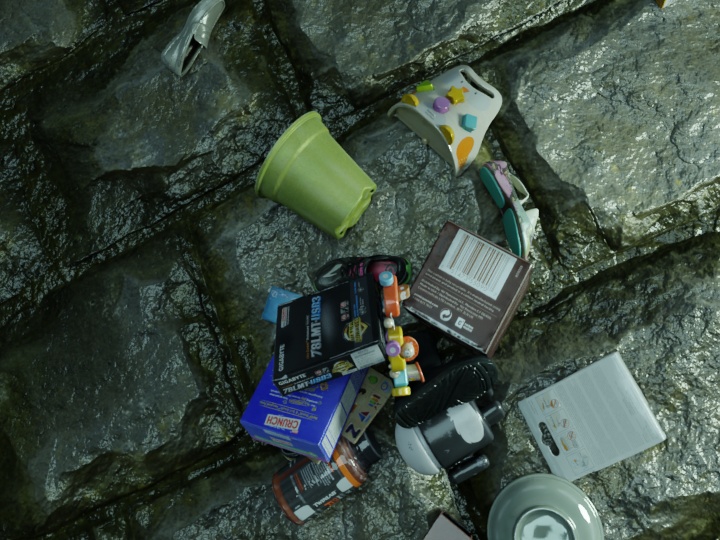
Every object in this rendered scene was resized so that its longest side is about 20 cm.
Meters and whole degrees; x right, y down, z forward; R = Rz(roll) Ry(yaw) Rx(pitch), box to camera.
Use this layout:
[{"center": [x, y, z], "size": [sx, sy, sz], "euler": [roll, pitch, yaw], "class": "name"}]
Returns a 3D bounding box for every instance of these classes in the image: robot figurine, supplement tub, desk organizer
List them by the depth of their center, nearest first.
[{"center": [0.195, 0.509, 1.098], "size": [0.198, 0.072, 0.078], "euler": [36, 86, 17], "class": "desk organizer"}, {"center": [0.156, 0.273, 1.128], "size": [0.198, 0.151, 0.126], "euler": [-32, 114, 5], "class": "robot figurine"}, {"center": [-0.057, 0.365, 1.167], "size": [0.198, 0.107, 0.108], "euler": [-35, 73, 5], "class": "supplement tub"}]

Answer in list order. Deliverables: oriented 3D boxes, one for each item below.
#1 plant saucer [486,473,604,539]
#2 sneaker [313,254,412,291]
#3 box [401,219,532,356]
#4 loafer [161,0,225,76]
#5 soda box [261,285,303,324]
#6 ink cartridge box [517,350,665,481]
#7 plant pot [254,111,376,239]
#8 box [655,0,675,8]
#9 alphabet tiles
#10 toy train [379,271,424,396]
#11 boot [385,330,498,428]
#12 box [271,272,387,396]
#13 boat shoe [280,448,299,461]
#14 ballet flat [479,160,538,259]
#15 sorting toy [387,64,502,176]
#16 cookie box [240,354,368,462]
[{"center": [0.312, 0.453, 1.087], "size": [0.195, 0.050, 0.206], "euler": [-2, 81, 15], "class": "plant saucer"}, {"center": [0.000, 0.000, 1.236], "size": [0.195, 0.084, 0.079], "euler": [-10, 76, 11], "class": "sneaker"}, {"center": [0.191, 0.043, 1.122], "size": [0.164, 0.200, 0.167], "euler": [28, 86, 17], "class": "box"}, {"center": [-0.365, -0.526, 1.439], "size": [0.070, 0.070, 0.201], "euler": [40, 98, 12], "class": "loafer"}, {"center": [-0.088, 0.095, 1.249], "size": [0.196, 0.064, 0.069], "euler": [17, 83, 16], "class": "soda box"}, {"center": [0.401, 0.260, 1.123], "size": [0.198, 0.050, 0.165], "euler": [-33, 73, 24], "class": "ink cartridge box"}, {"center": [-0.075, -0.168, 1.246], "size": [0.183, 0.200, 0.202], "euler": [39, 89, 6], "class": "plant pot"}, {"center": [0.592, -0.624, 1.244], "size": [0.117, 0.041, 0.204], "euler": [-25, 72, 8], "class": "box"}, {"center": [-0.051, 0.249, 1.176], "size": [0.165, 0.008, 0.201], "euler": [25, 63, 34], "class": "alphabet tiles"}, {"center": [0.068, 0.107, 1.029], "size": [0.054, 0.203, 0.152], "euler": [-6, 39, 4], "class": "toy train"}, {"center": [0.131, 0.161, 1.110], "size": [0.198, 0.077, 0.170], "euler": [-33, 31, 17], "class": "boot"}, {"center": [-0.055, 0.106, 1.122], "size": [0.194, 0.050, 0.202], "euler": [-18, 34, 9], "class": "box"}, {"center": [-0.081, 0.276, 1.212], "size": [0.074, 0.062, 0.201], "euler": [40, 86, 19], "class": "boat shoe"}, {"center": [0.291, -0.121, 1.207], "size": [0.070, 0.069, 0.204], "euler": [-17, 74, -11], "class": "ballet flat"}, {"center": [0.183, -0.325, 1.266], "size": [0.179, 0.107, 0.200], "euler": [-41, 72, -17], "class": "sorting toy"}, {"center": [-0.097, 0.220, 1.159], "size": [0.167, 0.076, 0.202], "euler": [9, 54, 26], "class": "cookie box"}]
